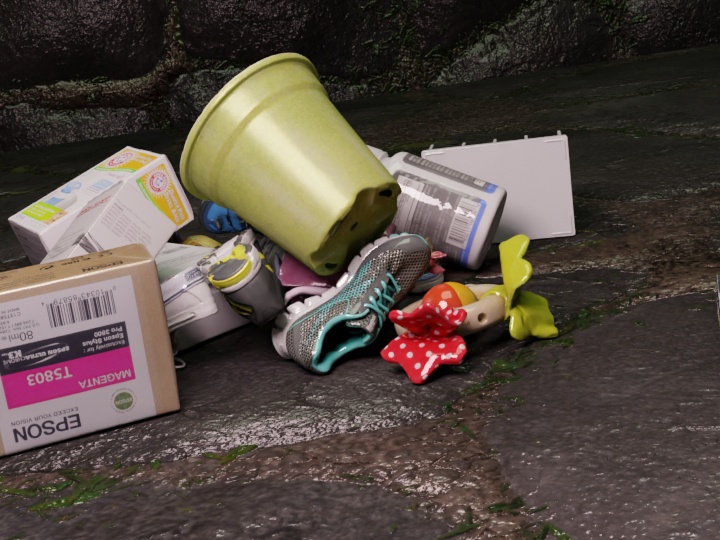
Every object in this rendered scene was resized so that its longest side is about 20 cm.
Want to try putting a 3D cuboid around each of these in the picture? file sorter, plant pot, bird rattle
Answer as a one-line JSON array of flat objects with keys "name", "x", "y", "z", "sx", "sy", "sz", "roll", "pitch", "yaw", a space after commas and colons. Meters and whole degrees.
[{"name": "file sorter", "x": 0.197, "y": -0.120, "z": 1.610, "sx": 0.199, "sy": 0.139, "sz": 0.125, "roll": -6, "pitch": 13, "yaw": 8}, {"name": "plant pot", "x": -0.061, "y": -0.101, "z": 1.227, "sx": 0.184, "sy": 0.201, "sz": 0.200, "roll": 43, "pitch": 40, "yaw": 20}, {"name": "bird rattle", "x": 0.103, "y": 0.053, "z": 1.187, "sx": 0.200, "sy": 0.113, "sz": 0.163, "roll": -28, "pitch": 10, "yaw": -20}]

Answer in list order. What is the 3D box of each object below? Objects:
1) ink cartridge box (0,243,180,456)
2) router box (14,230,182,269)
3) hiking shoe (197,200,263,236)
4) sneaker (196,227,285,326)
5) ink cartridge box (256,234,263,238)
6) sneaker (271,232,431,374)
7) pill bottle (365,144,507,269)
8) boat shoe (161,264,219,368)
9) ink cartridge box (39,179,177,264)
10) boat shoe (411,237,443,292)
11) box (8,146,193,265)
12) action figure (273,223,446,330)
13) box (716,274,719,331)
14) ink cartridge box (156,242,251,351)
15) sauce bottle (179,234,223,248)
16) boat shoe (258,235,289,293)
[{"name": "ink cartridge box", "x": -0.288, "y": 0.076, "z": 1.098, "sx": 0.199, "sy": 0.165, "sz": 0.075, "roll": -14, "pitch": 19, "yaw": -18}, {"name": "router box", "x": -0.372, "y": -0.014, "z": 1.577, "sx": 0.199, "sy": 0.052, "sz": 0.157, "roll": -2, "pitch": 36, "yaw": 22}, {"name": "hiking shoe", "x": -0.120, "y": -0.077, "z": 1.390, "sx": 0.199, "sy": 0.075, "sz": 0.087, "roll": -12, "pitch": 32, "yaw": 22}, {"name": "sneaker", "x": -0.128, "y": 0.013, "z": 1.236, "sx": 0.074, "sy": 0.085, "sz": 0.200, "roll": -33, "pitch": 13, "yaw": 0}, {"name": "ink cartridge box", "x": -0.084, "y": -0.080, "z": 1.547, "sx": 0.145, "sy": 0.085, "sz": 0.200, "roll": 6, "pitch": -8, "yaw": 26}, {"name": "sneaker", "x": 0.004, "y": 0.041, "z": 1.199, "sx": 0.200, "sy": 0.078, "sz": 0.091, "roll": -40, "pitch": 34, "yaw": -6}, {"name": "pill bottle", "x": 0.079, "y": -0.086, "z": 1.464, "sx": 0.199, "sy": 0.114, "sz": 0.114, "roll": 22, "pitch": 23, "yaw": 11}, {"name": "boat shoe", "x": -0.228, "y": 0.077, "z": 1.241, "sx": 0.202, "sy": 0.086, "sz": 0.075, "roll": -34, "pitch": 1, "yaw": 26}, {"name": "ink cartridge box", "x": -0.309, "y": 0.011, "z": 1.252, "sx": 0.147, "sy": 0.083, "sz": 0.200, "roll": -16, "pitch": 37, "yaw": 58}, {"name": "boat shoe", "x": 0.009, "y": -0.013, "z": 1.437, "sx": 0.199, "sy": 0.073, "sz": 0.072, "roll": -3, "pitch": 18, "yaw": 22}, {"name": "box", "x": -0.341, "y": -0.069, "z": 1.493, "sx": 0.200, "sy": 0.102, "sz": 0.112, "roll": -36, "pitch": 32, "yaw": -25}, {"name": "action figure", "x": 0.000, "y": 0.000, "z": 1.287, "sx": 0.199, "sy": 0.134, "sz": 0.149, "roll": -9, "pitch": 16, "yaw": 5}, {"name": "box", "x": 0.442, "y": 0.047, "z": 1.062, "sx": 0.199, "sy": 0.048, "sz": 0.193, "roll": -2, "pitch": 19, "yaw": 17}, {"name": "ink cartridge box", "x": -0.233, "y": 0.028, "z": 1.392, "sx": 0.200, "sy": 0.084, "sz": 0.144, "roll": 6, "pitch": 20, "yaw": 45}, {"name": "sauce bottle", "x": -0.193, "y": -0.005, "z": 1.523, "sx": 0.066, "sy": 0.066, "sz": 0.200, "roll": -15, "pitch": 15, "yaw": -24}, {"name": "boat shoe", "x": -0.111, "y": -0.012, "z": 1.450, "sx": 0.065, "sy": 0.075, "sz": 0.202, "roll": 14, "pitch": 7, "yaw": -4}]
